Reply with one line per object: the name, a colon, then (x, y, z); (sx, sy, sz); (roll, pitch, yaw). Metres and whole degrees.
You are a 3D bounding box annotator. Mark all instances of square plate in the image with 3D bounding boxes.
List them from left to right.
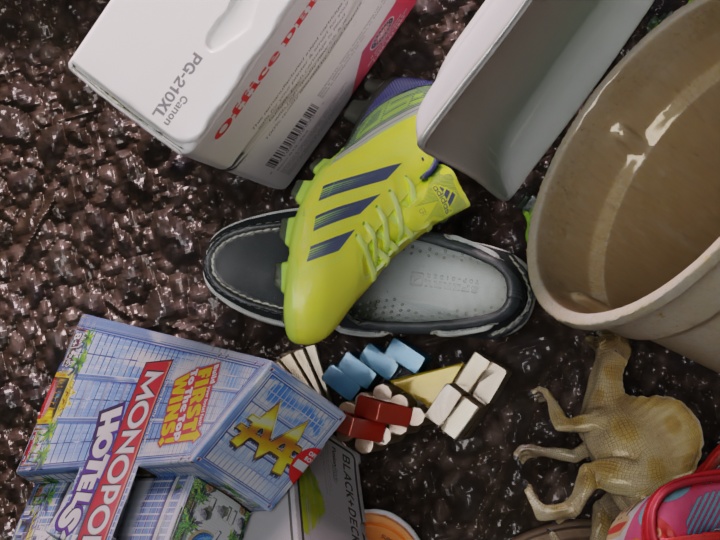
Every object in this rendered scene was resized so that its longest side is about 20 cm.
square plate: (0.106, -0.135, 1.105); (0.028, 0.200, 0.199); (36, 95, 17)

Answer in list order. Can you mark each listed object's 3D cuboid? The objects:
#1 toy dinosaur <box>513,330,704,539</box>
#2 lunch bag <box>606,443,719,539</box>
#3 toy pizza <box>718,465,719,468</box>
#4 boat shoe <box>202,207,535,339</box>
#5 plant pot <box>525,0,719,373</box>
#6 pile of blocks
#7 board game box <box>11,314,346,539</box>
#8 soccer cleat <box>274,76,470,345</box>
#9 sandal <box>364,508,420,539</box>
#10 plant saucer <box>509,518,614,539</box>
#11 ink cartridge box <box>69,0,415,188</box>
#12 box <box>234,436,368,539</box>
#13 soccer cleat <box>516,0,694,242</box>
toy dinosaur: (0.142, 0.114, 1.123); (0.101, 0.058, 0.201); (-26, 61, 5)
lunch bag: (0.228, 0.163, 1.063); (0.199, 0.082, 0.177); (-5, 69, -19)
toy pizza: (0.233, 0.195, 1.126); (0.199, 0.032, 0.202); (0, 79, 2)
boat shoe: (0.000, 0.000, 1.192); (0.199, 0.060, 0.076); (2, 87, 12)
plant pot: (0.219, -0.015, 1.068); (0.183, 0.200, 0.201); (33, 95, -23)
pile of blocks: (-0.015, 0.078, 1.191); (0.199, 0.062, 0.083); (-20, 84, 10)
board game box: (-0.108, 0.115, 1.121); (0.199, 0.062, 0.201); (-10, 52, 47)
soccer cleat: (0.014, -0.035, 1.140); (0.083, 0.065, 0.201); (14, 47, 14)
sandal: (0.021, 0.236, 1.152); (0.079, 0.059, 0.208); (-2, 90, -30)
plant saucer: (0.131, 0.241, 1.170); (0.199, 0.029, 0.202); (-1, 86, 12)
ink cartridge box: (-0.056, -0.132, 1.132); (0.084, 0.200, 0.145); (36, 95, 11)
box: (-0.087, 0.178, 1.148); (0.200, 0.060, 0.117); (-35, 38, 26)
soccer cleat: (0.169, -0.080, 1.164); (0.081, 0.068, 0.200); (35, 97, -4)
